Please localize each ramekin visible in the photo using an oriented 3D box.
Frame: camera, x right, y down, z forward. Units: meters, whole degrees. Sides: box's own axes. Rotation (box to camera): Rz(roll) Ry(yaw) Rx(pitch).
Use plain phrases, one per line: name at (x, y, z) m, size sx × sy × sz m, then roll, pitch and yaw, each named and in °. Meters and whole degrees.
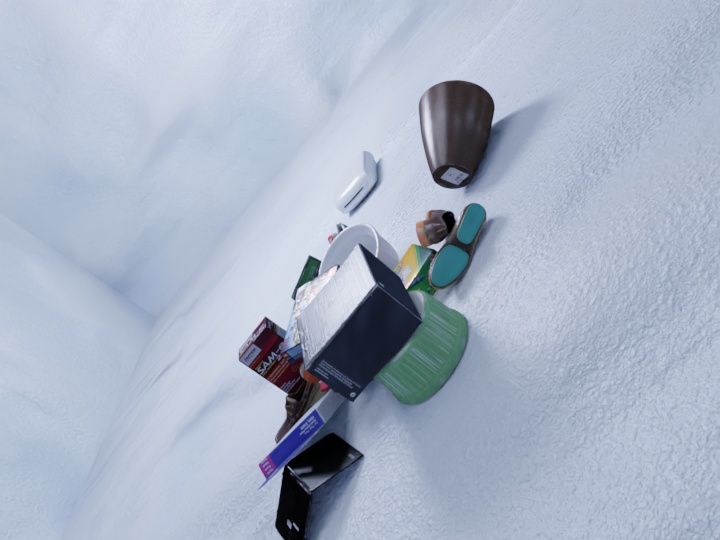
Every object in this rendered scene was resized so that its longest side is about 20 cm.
ramekin at (0.000, 0.000, 1.718) m, size 0.198 × 0.097 × 0.204 m, roll -27°, pitch 47°, yaw 34°
ramekin at (0.096, 0.135, 1.342) m, size 0.200 × 0.097 × 0.202 m, roll -45°, pitch 21°, yaw 23°

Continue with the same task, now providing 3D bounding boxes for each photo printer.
photo printer at (-0.017, -0.280, 2.320) m, size 0.166 × 0.069 × 0.202 m, roll -46°, pitch 21°, yaw 24°

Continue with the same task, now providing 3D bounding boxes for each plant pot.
plant pot at (0.220, -0.301, 1.689) m, size 0.186 × 0.184 × 0.204 m, roll -30°, pitch 45°, yaw 48°

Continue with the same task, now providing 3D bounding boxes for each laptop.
laptop at (-0.085, 0.434, 1.412) m, size 0.177 × 0.101 × 0.206 m, roll -175°, pitch 94°, yaw -68°

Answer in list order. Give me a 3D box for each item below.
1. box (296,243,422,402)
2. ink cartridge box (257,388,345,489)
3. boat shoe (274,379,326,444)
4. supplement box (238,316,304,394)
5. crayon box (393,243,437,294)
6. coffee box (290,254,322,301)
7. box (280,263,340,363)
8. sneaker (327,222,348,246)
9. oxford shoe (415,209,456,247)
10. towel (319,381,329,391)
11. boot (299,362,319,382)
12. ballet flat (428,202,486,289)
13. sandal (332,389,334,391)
box at (-0.007, 0.091, 1.322) m, size 0.199 × 0.122 × 0.201 m, roll -50°, pitch 22°, yaw 12°
ink cartridge box at (-0.126, 0.339, 1.501) m, size 0.197 × 0.043 × 0.200 m, roll -47°, pitch -5°, yaw 20°
boat shoe at (-0.146, 0.309, 1.660) m, size 0.202 × 0.071 × 0.072 m, roll -55°, pitch 20°, yaw -1°
supplement box at (-0.178, 0.213, 1.700) m, size 0.109 × 0.199 × 0.061 m, roll -49°, pitch 20°, yaw 11°
crayon box at (0.097, 0.046, 1.544) m, size 0.202 × 0.058 × 0.118 m, roll -57°, pitch 20°, yaw -5°
coffee box at (-0.129, 0.042, 1.937) m, size 0.200 × 0.043 × 0.125 m, roll 71°, pitch -140°, yaw -76°
box at (-0.101, 0.093, 1.595) m, size 0.135 × 0.038 × 0.203 m, roll -32°, pitch 31°, yaw 32°
sneaker at (-0.062, -0.048, 2.014) m, size 0.070 × 0.093 × 0.203 m, roll -33°, pitch 29°, yaw 45°
oxford shoe at (0.176, -0.096, 1.547) m, size 0.071 × 0.073 × 0.200 m, roll -19°, pitch 10°, yaw 22°
towel at (-0.064, 0.154, 1.629) m, size 0.143 × 0.022 × 0.204 m, roll -34°, pitch 61°, yaw 29°
boot at (-0.043, 0.207, 1.526) m, size 0.197 × 0.075 × 0.109 m, roll -28°, pitch 53°, yaw 21°
ballet flat at (0.198, -0.042, 1.472) m, size 0.202 × 0.070 × 0.065 m, roll -57°, pitch -7°, yaw -14°
sandal at (0.010, 0.163, 1.443) m, size 0.198 × 0.083 × 0.055 m, roll -36°, pitch -11°, yaw 2°
